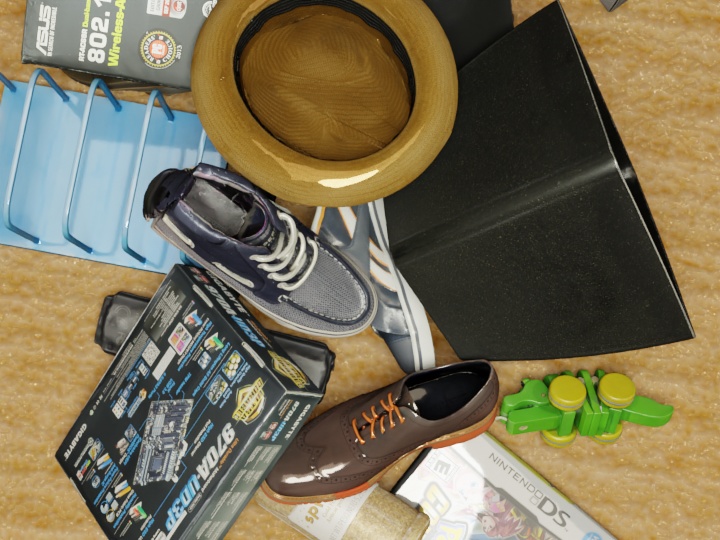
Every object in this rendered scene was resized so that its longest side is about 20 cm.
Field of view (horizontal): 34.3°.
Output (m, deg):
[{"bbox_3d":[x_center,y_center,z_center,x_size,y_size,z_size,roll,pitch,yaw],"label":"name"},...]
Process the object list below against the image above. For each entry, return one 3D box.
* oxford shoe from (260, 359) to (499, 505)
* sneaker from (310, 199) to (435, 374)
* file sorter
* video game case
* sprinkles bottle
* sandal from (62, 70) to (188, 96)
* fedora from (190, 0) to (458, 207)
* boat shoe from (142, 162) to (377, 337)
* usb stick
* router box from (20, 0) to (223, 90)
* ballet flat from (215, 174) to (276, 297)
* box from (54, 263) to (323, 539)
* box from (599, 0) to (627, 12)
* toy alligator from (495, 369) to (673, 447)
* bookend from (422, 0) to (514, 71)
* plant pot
[{"bbox_3d":[0.013,0.114,0.886,0.199,0.073,0.071,-23,62,-14],"label":"oxford shoe"},{"bbox_3d":[0.000,0.000,0.961,0.079,0.078,0.201,-17,77,-6],"label":"sneaker"},{"bbox_3d":[-0.215,-0.082,0.940,0.199,0.123,0.139,10,84,-1],"label":"file sorter"},{"bbox_3d":[0.088,0.248,0.961,0.181,0.026,0.200,39,84,2],"label":"video game case"},{"bbox_3d":[-0.043,0.172,0.930,0.200,0.068,0.068,31,84,11],"label":"sprinkles bottle"},{"bbox_3d":[-0.165,-0.183,0.983,0.199,0.055,0.082,2,74,7],"label":"sandal"},{"bbox_3d":[-0.026,-0.134,0.870,0.200,0.082,0.202,0,79,2],"label":"fedora"},{"bbox_3d":[-0.063,-0.010,0.850,0.199,0.093,0.075,29,79,-17],"label":"boat shoe"},{"bbox_3d":[-0.120,0.066,0.972,0.199,0.033,0.056,15,91,0],"label":"usb stick"},{"bbox_3d":[-0.167,-0.243,0.876,0.149,0.062,0.201,8,104,-10],"label":"router box"},{"bbox_3d":[-0.099,-0.059,0.971,0.057,0.066,0.201,15,76,0],"label":"ballet flat"},{"bbox_3d":[-0.138,0.120,0.891,0.159,0.046,0.200,44,106,35],"label":"box"},{"bbox_3d":[0.223,-0.353,1.018,0.158,0.048,0.200,-37,86,-4],"label":"box"},{"bbox_3d":[0.157,0.108,0.963,0.199,0.059,0.054,-2,43,-6],"label":"toy alligator"},{"bbox_3d":[0.051,-0.252,0.969,0.092,0.199,0.200,-17,40,-4],"label":"bookend"},{"bbox_3d":[0.122,-0.047,0.892,0.177,0.200,0.201,-21,43,16],"label":"plant pot"}]
